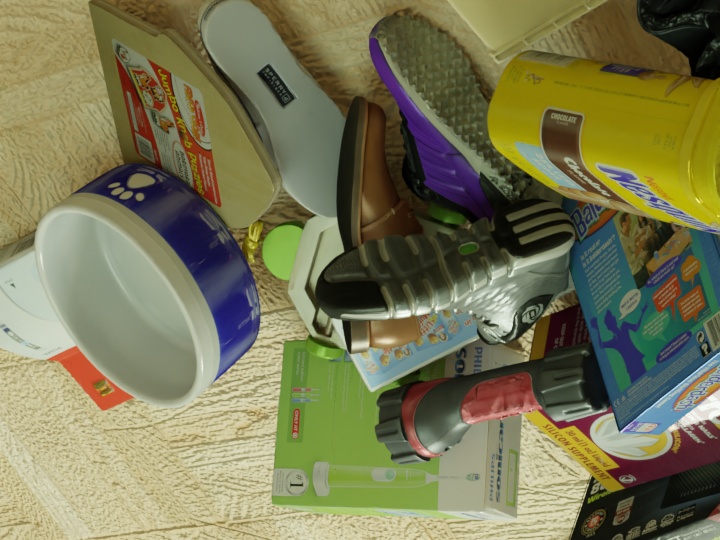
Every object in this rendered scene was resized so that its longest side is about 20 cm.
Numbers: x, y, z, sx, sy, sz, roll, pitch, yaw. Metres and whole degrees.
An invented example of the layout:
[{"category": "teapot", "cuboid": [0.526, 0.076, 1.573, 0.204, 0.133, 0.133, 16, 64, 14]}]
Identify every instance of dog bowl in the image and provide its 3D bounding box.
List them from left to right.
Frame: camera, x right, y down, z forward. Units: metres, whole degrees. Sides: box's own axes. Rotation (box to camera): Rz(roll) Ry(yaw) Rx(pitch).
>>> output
[{"category": "dog bowl", "cuboid": [-0.181, 0.013, 1.516, 0.199, 0.079, 0.201, 28, 139, 28]}]

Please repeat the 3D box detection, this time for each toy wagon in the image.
[{"category": "toy wagon", "cuboid": [0.000, 0.000, 1.472, 0.199, 0.040, 0.156, 19, 106, 8]}]

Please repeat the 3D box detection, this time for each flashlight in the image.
[{"category": "flashlight", "cuboid": [0.104, 0.106, 1.396, 0.199, 0.068, 0.068, -15, 86, 40]}]

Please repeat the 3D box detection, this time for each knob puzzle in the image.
[{"category": "knob puzzle", "cuboid": [-0.129, -0.115, 1.428, 0.219, 0.030, 0.220, 36, 148, 27]}]

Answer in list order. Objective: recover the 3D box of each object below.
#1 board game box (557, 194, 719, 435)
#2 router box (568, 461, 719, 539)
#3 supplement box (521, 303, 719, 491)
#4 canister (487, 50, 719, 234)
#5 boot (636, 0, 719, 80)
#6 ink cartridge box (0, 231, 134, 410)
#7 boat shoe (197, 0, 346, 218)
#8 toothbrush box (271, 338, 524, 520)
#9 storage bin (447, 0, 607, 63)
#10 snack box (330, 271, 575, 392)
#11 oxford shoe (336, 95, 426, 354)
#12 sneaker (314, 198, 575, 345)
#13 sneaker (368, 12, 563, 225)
[{"category": "board game box", "cuboid": [0.221, -0.003, 1.306, 0.045, 0.201, 0.152, 6, 146, -31]}, {"category": "router box", "cuboid": [0.271, 0.190, 1.487, 0.062, 0.150, 0.200, 46, 132, -17]}, {"category": "supplement box", "cuboid": [0.247, 0.083, 1.421, 0.199, 0.104, 0.131, -23, 128, 38]}, {"category": "canister", "cuboid": [0.200, -0.082, 1.192, 0.199, 0.087, 0.148, 18, 173, 46]}, {"category": "boot", "cuboid": [0.292, -0.148, 1.162, 0.199, 0.077, 0.168, 7, 173, 24]}, {"category": "ink cartridge box", "cuboid": [-0.265, 0.055, 1.675, 0.160, 0.047, 0.200, -24, 115, 37]}, {"category": "boat shoe", "cuboid": [-0.067, -0.131, 1.408, 0.071, 0.070, 0.200, -38, 114, -5]}, {"category": "toothbrush box", "cuboid": [0.033, 0.137, 1.537, 0.199, 0.147, 0.086, -3, 167, 26]}, {"category": "storage bin", "cuboid": [0.109, -0.272, 1.177, 0.198, 0.094, 0.200, -27, 115, 39]}, {"category": "snack box", "cuboid": [0.079, 0.021, 1.432, 0.199, 0.024, 0.072, -27, 104, 7]}, {"category": "oxford shoe", "cuboid": [0.018, -0.037, 1.384, 0.071, 0.071, 0.201, -5, 106, -7]}, {"category": "sneaker", "cuboid": [0.070, 0.025, 1.350, 0.199, 0.075, 0.116, -14, 139, -1]}, {"category": "sneaker", "cuboid": [0.058, -0.101, 1.370, 0.099, 0.070, 0.200, -25, 112, 45]}]
